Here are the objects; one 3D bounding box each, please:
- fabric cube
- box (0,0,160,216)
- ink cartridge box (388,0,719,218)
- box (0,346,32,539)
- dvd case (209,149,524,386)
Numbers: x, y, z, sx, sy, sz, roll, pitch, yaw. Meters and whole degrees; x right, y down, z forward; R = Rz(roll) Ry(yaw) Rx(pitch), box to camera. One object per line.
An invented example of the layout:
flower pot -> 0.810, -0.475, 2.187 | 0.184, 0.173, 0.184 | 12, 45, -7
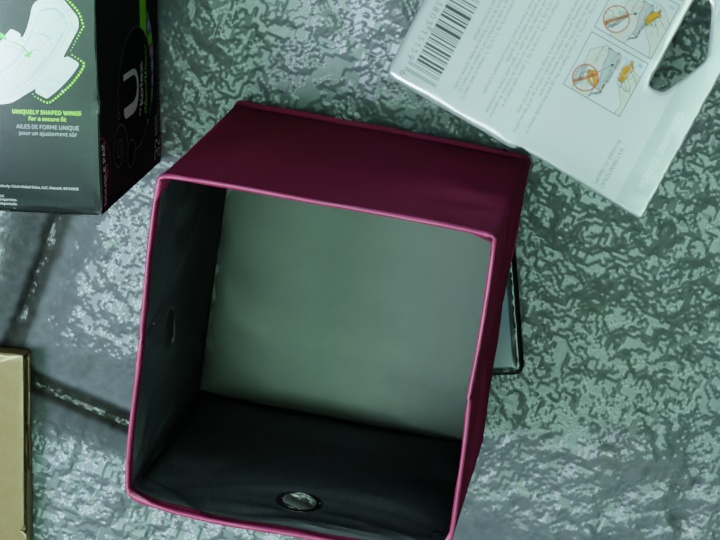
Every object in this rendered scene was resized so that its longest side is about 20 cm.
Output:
fabric cube -> -0.017, 0.030, 1.525 | 0.195, 0.199, 0.202 | 10, 106, 6
box -> -0.195, -0.149, 1.548 | 0.123, 0.149, 0.202 | 3, 106, 9
ink cartridge box -> 0.136, -0.158, 1.475 | 0.173, 0.044, 0.201 | 31, 103, 11
box -> -0.315, 0.123, 1.708 | 0.198, 0.021, 0.165 | 4, 106, 8
dvd case -> 0.000, 0.000, 1.627 | 0.198, 0.018, 0.144 | -3, 104, 9
